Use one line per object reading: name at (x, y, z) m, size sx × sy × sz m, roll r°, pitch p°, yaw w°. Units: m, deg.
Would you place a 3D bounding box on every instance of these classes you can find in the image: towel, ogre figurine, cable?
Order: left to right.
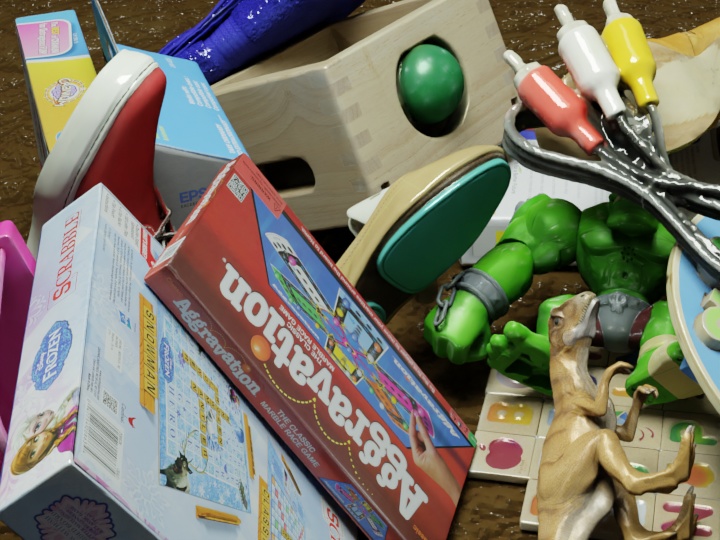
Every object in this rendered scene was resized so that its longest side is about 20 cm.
towel at (-0.074, -0.171, 1.014) m, size 0.199 × 0.050 × 0.148 m, roll -38°, pitch -2°, yaw 8°
ogre figurine at (0.143, 0.013, 0.800) m, size 0.197 × 0.099 × 0.121 m, roll -6°, pitch 48°, yaw 27°
cable at (0.140, -0.058, 0.733) m, size 0.096 × 0.051 × 0.201 m, roll -29°, pitch 52°, yaw -4°

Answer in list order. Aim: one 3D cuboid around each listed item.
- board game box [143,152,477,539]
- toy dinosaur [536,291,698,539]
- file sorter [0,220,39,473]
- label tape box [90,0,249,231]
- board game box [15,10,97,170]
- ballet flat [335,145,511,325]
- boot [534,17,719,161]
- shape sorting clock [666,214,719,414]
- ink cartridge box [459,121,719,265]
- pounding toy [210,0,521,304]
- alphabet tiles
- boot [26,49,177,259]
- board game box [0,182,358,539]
board game box at (-0.017, 0.047, 0.701) m, size 0.019 × 0.201 × 0.103 m, roll -28°, pitch 21°, yaw 33°
toy dinosaur at (0.107, 0.110, 0.697) m, size 0.105 × 0.061 × 0.202 m, roll 4°, pitch 58°, yaw 22°
file sorter at (-0.216, 0.100, 0.636) m, size 0.197 × 0.140 × 0.126 m, roll -21°, pitch 35°, yaw 5°
label tape box at (-0.104, -0.058, 0.843) m, size 0.062 × 0.202 × 0.145 m, roll -13°, pitch 34°, yaw -13°
board game box at (-0.173, -0.052, 0.887) m, size 0.040 × 0.155 × 0.201 m, roll -11°, pitch 34°, yaw -13°
ballet flat at (0.000, 0.000, 0.785) m, size 0.063 × 0.069 × 0.201 m, roll 38°, pitch 88°, yaw 33°
boot at (0.176, -0.098, 0.878) m, size 0.199 × 0.071 × 0.144 m, roll -27°, pitch -6°, yaw -15°
shape sorting clock at (0.244, 0.041, 0.729) m, size 0.197 × 0.039 × 0.202 m, roll 13°, pitch 52°, yaw -17°
ink cartridge box at (0.171, -0.070, 0.973) m, size 0.197 × 0.048 × 0.199 m, roll 3°, pitch 33°, yaw 8°
pounding toy at (0.009, -0.080, 0.922) m, size 0.199 × 0.144 × 0.183 m, roll -4°, pitch 24°, yaw 49°
alphabet tiles at (0.161, 0.087, 0.770) m, size 0.197 × 0.006 × 0.167 m, roll 4°, pitch 35°, yaw 14°
boot at (-0.097, -0.004, 0.733) m, size 0.143 × 0.201 × 0.073 m, roll 29°, pitch 38°, yaw 5°
board game box at (-0.069, 0.088, 0.634) m, size 0.041 × 0.200 × 0.201 m, roll -33°, pitch 30°, yaw 15°
